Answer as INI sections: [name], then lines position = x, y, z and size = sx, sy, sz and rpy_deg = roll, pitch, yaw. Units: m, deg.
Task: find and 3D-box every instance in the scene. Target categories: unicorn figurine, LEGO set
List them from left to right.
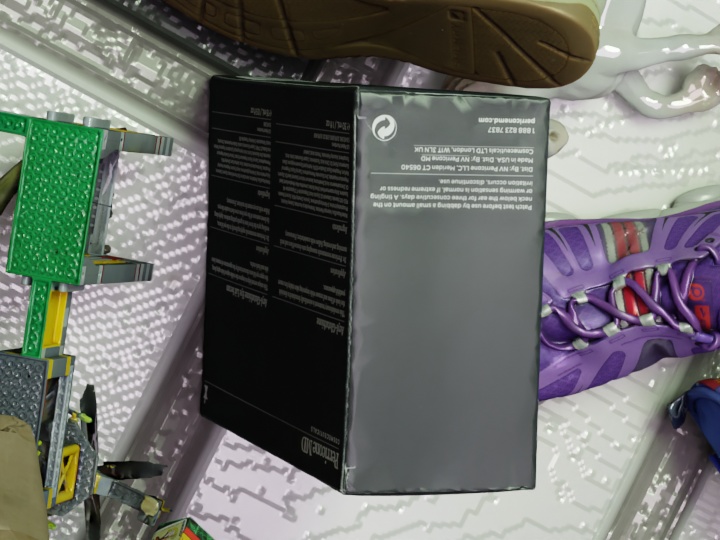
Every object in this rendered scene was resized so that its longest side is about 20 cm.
[LEGO set]
position = -0.149, 0.009, 1.052
size = 0.153, 0.116, 0.201
rpy_deg = 1, 91, 12
[unicorn figurine]
position = 0.104, -0.111, 1.130
size = 0.137, 0.074, 0.201
rpy_deg = 6, 79, -9

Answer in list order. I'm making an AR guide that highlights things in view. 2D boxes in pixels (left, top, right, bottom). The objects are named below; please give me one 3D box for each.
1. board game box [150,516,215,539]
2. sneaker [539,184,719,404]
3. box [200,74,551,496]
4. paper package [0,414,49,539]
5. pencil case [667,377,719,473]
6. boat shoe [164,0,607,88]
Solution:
[board game box]
position = -0.021, 0.193, 1.006
size = 0.200, 0.023, 0.105
rpy_deg = 45, 44, -22
[sneaker]
position = 0.113, 0.008, 1.130
size = 0.199, 0.083, 0.081
rpy_deg = -19, 100, -15
[box]
position = 0.000, 0.000, 1.031
size = 0.078, 0.200, 0.142
rpy_deg = 3, 94, -18
[paper package]
position = -0.205, 0.151, 0.957
size = 0.189, 0.104, 0.201
rpy_deg = 3, 122, -7
[pencil case]
position = 0.232, 0.036, 1.172
size = 0.199, 0.087, 0.078
rpy_deg = -33, 85, -14
[boat shoe]
position = 0.000, -0.124, 1.076
size = 0.199, 0.073, 0.063
rpy_deg = 15, 59, 5
